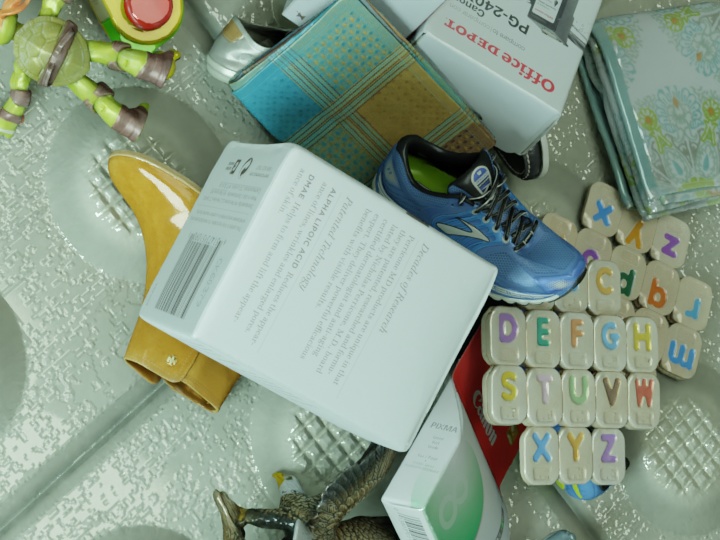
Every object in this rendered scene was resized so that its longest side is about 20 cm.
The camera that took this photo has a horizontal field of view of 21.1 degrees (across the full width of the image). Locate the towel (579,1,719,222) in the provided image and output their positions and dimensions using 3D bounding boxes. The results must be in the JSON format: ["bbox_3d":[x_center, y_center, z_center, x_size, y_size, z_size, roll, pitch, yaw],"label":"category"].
[{"bbox_3d":[0.303,-0.155,1.859,0.170,0.048,0.202,-11,81,-31],"label":"towel"}]

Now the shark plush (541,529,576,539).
[{"bbox_3d":[0.116,0.308,1.656,0.091,0.083,0.200,48,64,-11],"label":"shark plush"}]

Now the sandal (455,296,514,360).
[{"bbox_3d":[0.058,0.064,1.697,0.199,0.043,0.076,-31,95,-28],"label":"sandal"}]

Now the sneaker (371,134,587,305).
[{"bbox_3d":[0.100,-0.045,1.608,0.199,0.089,0.079,30,56,9],"label":"sneaker"}]

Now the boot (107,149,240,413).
[{"bbox_3d":[-0.159,0.011,1.584,0.201,0.071,0.145,41,65,-19],"label":"boot"}]

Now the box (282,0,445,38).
[{"bbox_3d":[0.024,-0.294,1.673,0.097,0.124,0.201,32,49,-18],"label":"box"}]

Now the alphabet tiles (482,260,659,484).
[{"bbox_3d":[0.185,0.086,1.669,0.199,0.015,0.197,5,81,-36],"label":"alphabet tiles"}]

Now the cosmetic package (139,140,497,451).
[{"bbox_3d":[-0.036,0.017,1.512,0.199,0.165,0.166,30,84,-22],"label":"cosmetic package"}]

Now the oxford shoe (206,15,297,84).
[{"bbox_3d":[-0.035,-0.180,1.678,0.198,0.075,0.058,9,112,-22],"label":"oxford shoe"}]

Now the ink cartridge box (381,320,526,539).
[{"bbox_3d":[0.100,0.169,1.640,0.201,0.050,0.161,-56,141,-29],"label":"ink cartridge box"}]

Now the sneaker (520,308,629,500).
[{"bbox_3d":[0.193,0.105,1.739,0.082,0.071,0.201,-24,104,-30],"label":"sneaker"}]

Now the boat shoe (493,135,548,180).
[{"bbox_3d":[0.106,-0.168,1.750,0.060,0.074,0.201,-23,88,-28],"label":"boat shoe"}]

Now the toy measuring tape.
[{"bbox_3d":[-0.200,-0.254,1.611,0.073,0.073,0.201,-32,100,-28],"label":"toy measuring tape"}]

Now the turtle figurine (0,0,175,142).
[{"bbox_3d":[-0.234,-0.182,1.554,0.160,0.064,0.201,24,93,-14],"label":"turtle figurine"}]

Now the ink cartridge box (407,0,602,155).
[{"bbox_3d":[0.127,-0.226,1.696,0.145,0.083,0.201,29,58,-12],"label":"ink cartridge box"}]

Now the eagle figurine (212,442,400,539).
[{"bbox_3d":[-0.023,0.203,1.586,0.198,0.152,0.152,-10,64,-23],"label":"eagle figurine"}]

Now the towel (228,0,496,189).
[{"bbox_3d":[0.002,-0.135,1.646,0.200,0.146,0.022,43,25,-29],"label":"towel"}]

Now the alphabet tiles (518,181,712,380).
[{"bbox_3d":[0.241,0.025,1.813,0.199,0.015,0.197,23,70,-21],"label":"alphabet tiles"}]
